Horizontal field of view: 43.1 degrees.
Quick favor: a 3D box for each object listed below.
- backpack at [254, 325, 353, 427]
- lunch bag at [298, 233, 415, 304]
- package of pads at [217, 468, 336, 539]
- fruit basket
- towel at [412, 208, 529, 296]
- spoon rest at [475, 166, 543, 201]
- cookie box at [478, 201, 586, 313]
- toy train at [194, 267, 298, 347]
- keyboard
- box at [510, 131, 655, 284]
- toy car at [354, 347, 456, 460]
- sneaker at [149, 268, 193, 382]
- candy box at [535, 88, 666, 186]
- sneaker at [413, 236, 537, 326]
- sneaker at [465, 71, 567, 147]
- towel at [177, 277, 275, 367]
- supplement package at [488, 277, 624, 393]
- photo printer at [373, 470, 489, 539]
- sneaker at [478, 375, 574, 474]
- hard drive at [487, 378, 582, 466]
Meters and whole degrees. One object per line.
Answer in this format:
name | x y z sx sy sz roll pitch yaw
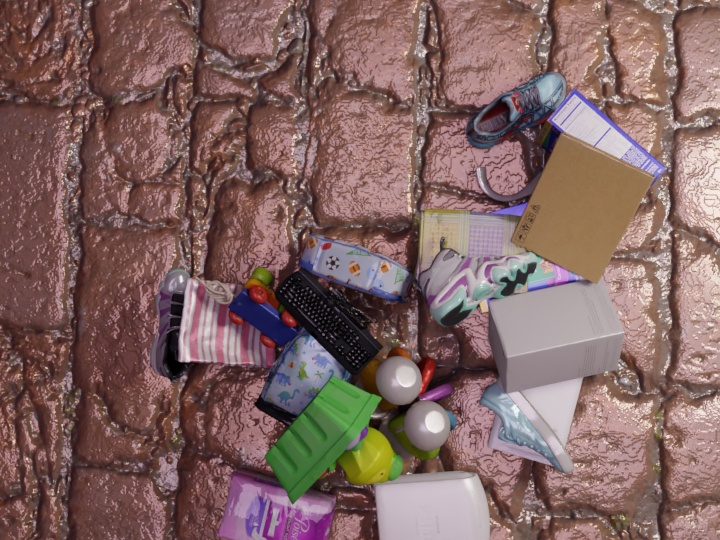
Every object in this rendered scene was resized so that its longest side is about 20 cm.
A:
backpack | -0.084 0.187 1.621 0.162 0.154 0.201 28 81 11
lunch bag | 0.000 0.000 1.596 0.198 0.160 0.076 22 90 14
package of pads | -0.152 0.445 1.648 0.198 0.076 0.122 14 94 8
fruit basket | -0.026 0.302 1.514 0.213 0.156 0.218 7 112 18
towel | 0.190 -0.031 1.564 0.198 0.023 0.145 3 89 11
spoon rest | 0.299 -0.148 1.590 0.198 0.099 0.061 6 100 27
cookie box | 0.286 -0.030 1.597 0.198 0.075 0.173 -15 87 8
toy train | -0.190 0.034 1.600 0.199 0.116 0.085 38 124 -15
keyboard | -0.052 0.079 1.525 0.200 0.040 0.104 44 108 2
box | 0.356 -0.099 1.476 0.162 0.021 0.202 27 115 11
toy car | 0.092 0.227 1.594 0.149 0.175 0.201 -30 84 -30
sneaker | -0.323 0.103 1.641 0.077 0.140 0.202 3 96 -26
candy box | 0.400 -0.198 1.538 0.200 0.169 0.077 43 91 7
sneaker | 0.181 -0.010 1.511 0.199 0.078 0.140 -26 55 -12
sneaker | 0.277 -0.280 1.593 0.199 0.096 0.080 -33 85 6
towel | -0.229 0.096 1.618 0.030 0.199 0.148 -5 79 49
supplement package | 0.324 0.109 1.534 0.198 0.122 0.121 -12 53 -1
photo printer | 0.129 0.443 1.613 0.198 0.069 0.168 -5 88 8
sneaker | 0.282 0.279 1.572 0.082 0.074 0.201 -41 73 7
hard drive | 0.313 0.232 1.614 0.130 0.026 0.202 15 91 8
